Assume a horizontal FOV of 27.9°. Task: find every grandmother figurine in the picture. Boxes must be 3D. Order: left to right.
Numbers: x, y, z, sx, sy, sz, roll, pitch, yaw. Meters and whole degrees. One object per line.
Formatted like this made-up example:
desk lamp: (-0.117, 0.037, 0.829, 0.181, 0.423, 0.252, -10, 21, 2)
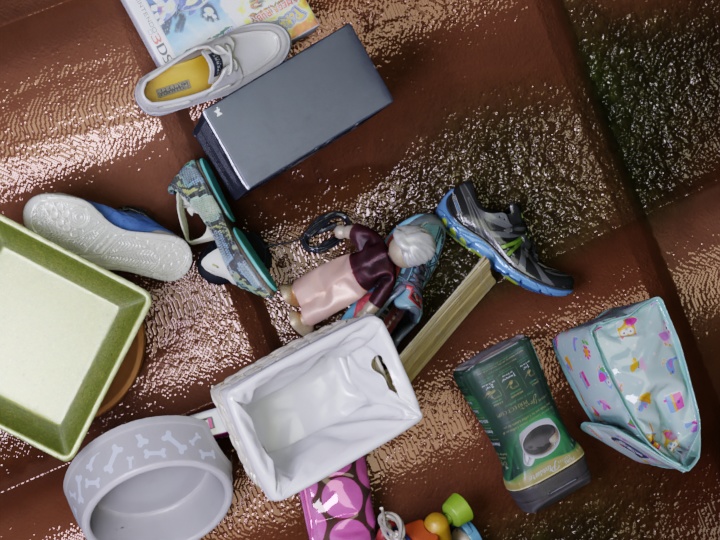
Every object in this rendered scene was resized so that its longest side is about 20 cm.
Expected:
grandmother figurine: (0.000, 0.000, 1.709, 0.198, 0.060, 0.123, -25, 81, 24)

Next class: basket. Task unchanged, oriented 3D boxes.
basket: (-0.054, 0.148, 1.621, 0.198, 0.123, 0.137, -27, 97, -17)

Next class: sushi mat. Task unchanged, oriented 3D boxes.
sushi mat: (0.094, 0.071, 1.754, 0.012, 0.096, 0.200, 38, 81, 19)

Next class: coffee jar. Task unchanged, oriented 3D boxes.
coffee jar: (0.199, 0.189, 1.767, 0.103, 0.085, 0.202, -26, 91, -12)

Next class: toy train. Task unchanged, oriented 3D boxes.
toy train: (0.085, 0.303, 1.704, 0.115, 0.201, 0.084, -35, 51, -20)

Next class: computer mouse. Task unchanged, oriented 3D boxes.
computer mouse: (-0.103, -0.027, 1.756, 0.197, 0.034, 0.059, -16, 65, -14)

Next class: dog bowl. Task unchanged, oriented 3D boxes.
dog bowl: (-0.234, 0.251, 1.642, 0.197, 0.201, 0.059, -17, 49, -10)

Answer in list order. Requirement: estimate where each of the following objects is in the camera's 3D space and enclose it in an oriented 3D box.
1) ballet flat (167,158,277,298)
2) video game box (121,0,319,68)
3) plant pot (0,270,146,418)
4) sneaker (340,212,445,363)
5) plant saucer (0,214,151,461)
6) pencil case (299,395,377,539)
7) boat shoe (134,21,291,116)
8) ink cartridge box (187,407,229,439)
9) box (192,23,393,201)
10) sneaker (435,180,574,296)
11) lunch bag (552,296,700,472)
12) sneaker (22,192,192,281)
ballet flat: (-0.167, -0.037, 1.706, 0.074, 0.074, 0.201, -27, 67, -9)
video game box: (-0.177, -0.325, 1.744, 0.198, 0.047, 0.184, -30, 96, -9)
plant pot: (-0.342, 0.081, 1.655, 0.197, 0.140, 0.203, 0, 89, -10)
sneaker: (0.056, 0.028, 1.738, 0.079, 0.095, 0.202, 30, 87, -32)
plant saucer: (-0.354, 0.071, 1.558, 0.198, 0.048, 0.202, 28, 84, -8)
pencil case: (-0.041, 0.238, 1.727, 0.093, 0.090, 0.203, -13, 88, -44)
boat shoe: (-0.169, -0.237, 1.686, 0.198, 0.070, 0.072, -22, 95, -10)
ink cartridge box: (-0.200, 0.188, 1.695, 0.197, 0.095, 0.038, -18, 82, -10)
box: (-0.083, -0.179, 1.685, 0.199, 0.182, 0.105, -32, 93, -8)
sneaker: (0.186, -0.037, 1.780, 0.199, 0.071, 0.083, 37, 89, -3)
lunch bag: (0.329, 0.148, 1.746, 0.121, 0.170, 0.202, -23, 89, -10)
sneaker: (-0.298, -0.042, 1.677, 0.198, 0.111, 0.078, 15, 93, -21)
